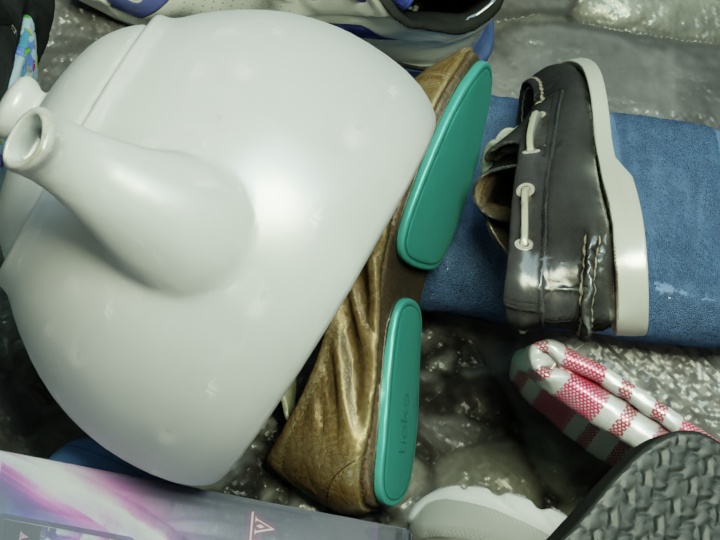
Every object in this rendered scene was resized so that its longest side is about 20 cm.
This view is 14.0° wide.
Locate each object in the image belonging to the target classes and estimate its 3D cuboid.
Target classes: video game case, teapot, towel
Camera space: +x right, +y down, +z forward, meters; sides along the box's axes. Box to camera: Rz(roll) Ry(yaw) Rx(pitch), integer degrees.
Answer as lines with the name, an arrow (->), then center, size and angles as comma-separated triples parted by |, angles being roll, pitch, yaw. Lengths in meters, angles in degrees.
video game case -> -0.081, 0.142, 1.081 | 0.200, 0.019, 0.143 | 11, 55, -11
teapot -> -0.073, -0.026, 1.115 | 0.146, 0.200, 0.198 | 31, 48, -3
towel -> 0.145, 0.092, 1.209 | 0.200, 0.146, 0.030 | 33, 85, 3
towel -> 0.091, -0.021, 1.312 | 0.200, 0.049, 0.112 | 7, 57, -17

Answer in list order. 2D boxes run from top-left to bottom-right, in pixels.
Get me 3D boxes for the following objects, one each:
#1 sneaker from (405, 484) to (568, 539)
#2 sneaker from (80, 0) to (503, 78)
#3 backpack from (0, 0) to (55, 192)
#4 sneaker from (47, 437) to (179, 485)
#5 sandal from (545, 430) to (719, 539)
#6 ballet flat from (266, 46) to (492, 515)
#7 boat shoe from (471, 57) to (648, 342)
sneaker -> 0.090, 0.164, 1.178 | 0.200, 0.075, 0.082 | 39, 71, 16
sneaker -> -0.020, -0.143, 1.296 | 0.199, 0.115, 0.081 | 13, 75, -11
backpack -> -0.210, -0.038, 1.161 | 0.163, 0.154, 0.200 | 12, 29, -14
sneaker -> -0.057, 0.151, 1.144 | 0.200, 0.071, 0.083 | 38, 73, 5
sandal -> 0.067, 0.138, 1.092 | 0.200, 0.048, 0.075 | -36, 90, -20
ballet flat -> 0.000, 0.000, 1.222 | 0.072, 0.068, 0.200 | 10, 87, 21
boat shoe -> 0.076, -0.031, 1.211 | 0.060, 0.074, 0.200 | -3, 31, -3
